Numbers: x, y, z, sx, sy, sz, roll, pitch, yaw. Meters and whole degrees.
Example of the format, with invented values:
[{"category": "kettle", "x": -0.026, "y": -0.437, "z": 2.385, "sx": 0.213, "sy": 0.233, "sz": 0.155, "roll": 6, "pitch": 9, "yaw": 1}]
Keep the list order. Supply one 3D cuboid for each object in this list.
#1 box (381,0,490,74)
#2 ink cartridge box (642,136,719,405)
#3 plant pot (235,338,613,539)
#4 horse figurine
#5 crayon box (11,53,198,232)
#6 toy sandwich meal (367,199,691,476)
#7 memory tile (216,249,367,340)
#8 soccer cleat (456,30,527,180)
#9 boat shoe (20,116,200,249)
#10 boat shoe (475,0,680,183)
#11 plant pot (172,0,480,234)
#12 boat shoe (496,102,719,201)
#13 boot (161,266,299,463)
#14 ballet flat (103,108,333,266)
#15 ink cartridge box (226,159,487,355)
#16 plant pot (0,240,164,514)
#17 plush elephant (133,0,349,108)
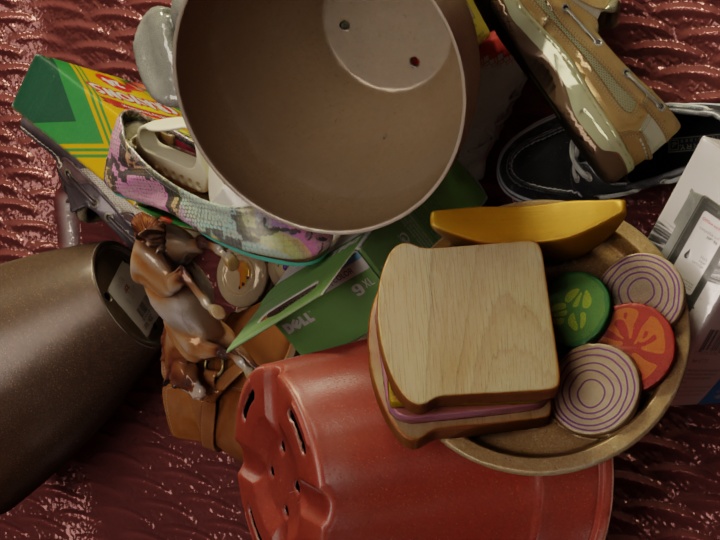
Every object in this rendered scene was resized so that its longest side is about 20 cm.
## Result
[{"category": "box", "x": 0.008, "y": -0.229, "z": 1.475, "sx": 0.075, "sy": 0.050, "sz": 0.201, "roll": -17, "pitch": 106, "yaw": 42}, {"category": "ink cartridge box", "x": 0.240, "y": -0.016, "z": 1.393, "sx": 0.068, "sy": 0.116, "sz": 0.201, "roll": 36, "pitch": 107, "yaw": 29}, {"category": "plant pot", "x": 0.032, "y": 0.122, "z": 1.420, "sx": 0.200, "sy": 0.194, "sz": 0.203, "roll": 172, "pitch": 90, "yaw": -66}, {"category": "horse figurine", "x": -0.119, "y": 0.023, "z": 1.532, "sx": 0.050, "sy": 0.201, "sz": 0.132, "roll": -41, "pitch": 42, "yaw": -21}, {"category": "crayon box", "x": -0.157, "y": -0.090, "z": 1.651, "sx": 0.200, "sy": 0.126, "sz": 0.051, "roll": 37, "pitch": 105, "yaw": 35}, {"category": "toy sandwich meal", "x": 0.101, "y": 0.031, "z": 1.322, "sx": 0.203, "sy": 0.070, "sz": 0.207, "roll": -3, "pitch": 63, "yaw": 7}, {"category": "memory tile", "x": -0.047, "y": 0.020, "z": 1.650, "sx": 0.152, "sy": 0.017, "sz": 0.202, "roll": -11, "pitch": 83, "yaw": 34}, {"category": "soccer cleat", "x": 0.079, "y": -0.112, "z": 1.542, "sx": 0.200, "sy": 0.068, "sz": 0.086, "roll": -37, "pitch": 77, "yaw": 31}, {"category": "boat shoe", "x": -0.206, "y": -0.067, "z": 1.731, "sx": 0.199, "sy": 0.072, "sz": 0.065, "roll": 35, "pitch": 102, "yaw": 24}, {"category": "boat shoe", "x": 0.138, "y": -0.156, "z": 1.429, "sx": 0.076, "sy": 0.072, "sz": 0.201, "roll": -34, "pitch": 81, "yaw": 1}, {"category": "plant pot", "x": -0.005, "y": -0.142, "z": 1.403, "sx": 0.198, "sy": 0.135, "sz": 0.202, "roll": 9, "pitch": 116, "yaw": 19}, {"category": "boat shoe", "x": 0.171, "y": -0.080, "z": 1.471, "sx": 0.199, "sy": 0.068, "sz": 0.073, "roll": -2, "pitch": 87, "yaw": 34}, {"category": "boot", "x": -0.077, "y": 0.045, "z": 1.625, "sx": 0.154, "sy": 0.076, "sz": 0.202, "roll": 7, "pitch": 99, "yaw": 39}, {"category": "ballet flat", "x": -0.102, "y": -0.063, "z": 1.470, "sx": 0.199, "sy": 0.069, "sz": 0.072, "roll": 23, "pitch": 127, "yaw": 37}, {"category": "ink cartridge box", "x": 0.000, "y": 0.000, "z": 1.480, "sx": 0.103, "sy": 0.200, "sz": 0.059, "roll": -29, "pitch": 107, "yaw": 40}, {"category": "plant pot", "x": -0.250, "y": 0.065, "z": 1.696, "sx": 0.199, "sy": 0.186, "sz": 0.188, "roll": -30, "pitch": 72, "yaw": 23}, {"category": "plush elephant", "x": -0.071, "y": -0.172, "z": 1.553, "sx": 0.164, "sy": 0.200, "sz": 0.155, "roll": -37, "pitch": 88, "yaw": 35}]
